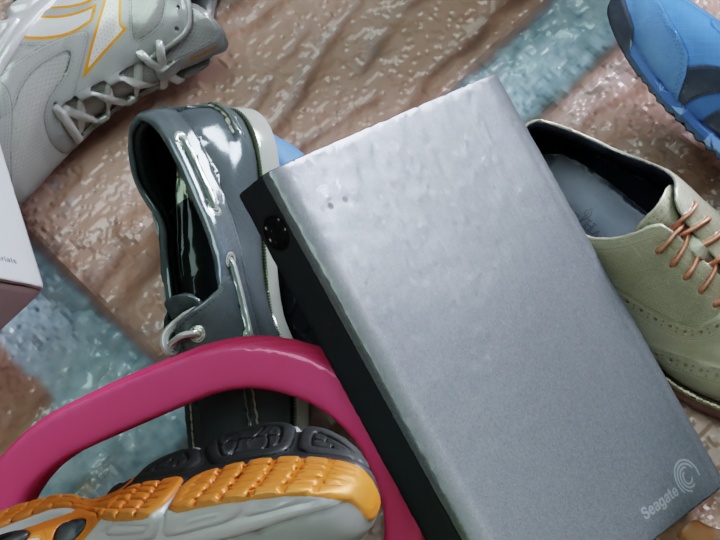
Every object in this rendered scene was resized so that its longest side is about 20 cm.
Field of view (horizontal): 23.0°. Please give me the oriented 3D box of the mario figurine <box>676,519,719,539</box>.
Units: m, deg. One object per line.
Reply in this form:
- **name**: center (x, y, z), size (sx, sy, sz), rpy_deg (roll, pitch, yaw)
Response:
- **mario figurine**: center (0.223, 0.076, 0.711), size (0.200, 0.124, 0.106), rpy_deg (-40, 46, 3)

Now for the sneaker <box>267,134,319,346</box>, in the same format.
- **sneaker**: center (0.000, 0.000, 0.805), size (0.078, 0.066, 0.200), rpy_deg (-8, 41, -39)

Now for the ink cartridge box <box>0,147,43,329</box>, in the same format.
- **ink cartridge box**: center (-0.241, -0.041, 0.809), size (0.145, 0.082, 0.201), rpy_deg (-39, 59, 30)

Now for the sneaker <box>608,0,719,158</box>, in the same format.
- **sneaker**: center (0.191, -0.070, 0.772), size (0.079, 0.066, 0.201), rpy_deg (-51, 60, 24)

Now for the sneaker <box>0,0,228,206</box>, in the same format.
- **sneaker**: center (-0.118, -0.109, 0.862), size (0.091, 0.076, 0.201), rpy_deg (24, 72, 14)

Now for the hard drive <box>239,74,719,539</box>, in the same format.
- **hard drive**: center (0.053, 0.031, 0.715), size (0.139, 0.033, 0.201), rpy_deg (-26, 86, -41)

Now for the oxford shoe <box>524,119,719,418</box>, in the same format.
- **oxford shoe**: center (0.140, 0.004, 0.763), size (0.199, 0.074, 0.071), rpy_deg (31, 71, 20)

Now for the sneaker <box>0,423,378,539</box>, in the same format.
- **sneaker**: center (-0.073, 0.124, 0.670), size (0.198, 0.076, 0.093), rpy_deg (-19, 100, 25)

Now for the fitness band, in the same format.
- **fitness band**: center (-0.068, 0.110, 0.724), size (0.198, 0.037, 0.145), rpy_deg (-24, 91, 12)

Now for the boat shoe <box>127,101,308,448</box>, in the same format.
- **boat shoe**: center (-0.069, 0.023, 0.770), size (0.072, 0.061, 0.202), rpy_deg (-18, 72, 46)
